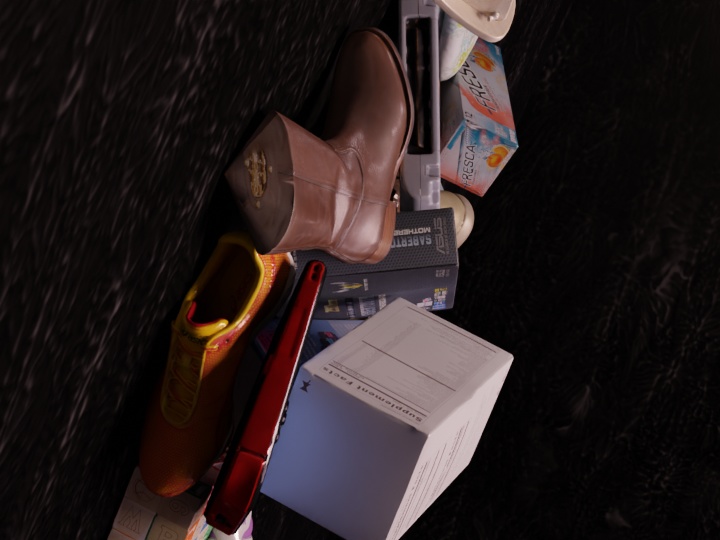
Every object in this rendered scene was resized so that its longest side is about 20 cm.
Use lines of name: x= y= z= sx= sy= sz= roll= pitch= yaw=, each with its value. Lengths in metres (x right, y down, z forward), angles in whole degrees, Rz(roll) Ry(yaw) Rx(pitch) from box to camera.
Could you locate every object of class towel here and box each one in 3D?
towel: x=0.110 y=-0.291 z=1.531 sx=0.200 sy=0.048 sz=0.172 roll=97 pitch=18 yaw=-62

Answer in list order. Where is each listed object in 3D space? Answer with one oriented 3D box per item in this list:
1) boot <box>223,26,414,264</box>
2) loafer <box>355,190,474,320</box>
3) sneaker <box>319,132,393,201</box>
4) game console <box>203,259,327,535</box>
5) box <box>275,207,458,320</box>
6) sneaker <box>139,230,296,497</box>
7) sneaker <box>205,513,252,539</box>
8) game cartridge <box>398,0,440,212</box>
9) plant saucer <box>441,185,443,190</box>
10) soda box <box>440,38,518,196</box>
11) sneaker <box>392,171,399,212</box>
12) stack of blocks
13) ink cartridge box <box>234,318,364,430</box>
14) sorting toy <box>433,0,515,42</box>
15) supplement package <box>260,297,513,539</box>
boot: x=-0.030 y=-0.098 z=1.168 sx=0.200 sy=0.064 sz=0.188 roll=10 pitch=77 yaw=-64
loafer: x=0.020 y=-0.006 z=1.576 sx=0.200 sy=0.076 sz=0.068 roll=-49 pitch=132 yaw=9
sneaker: x=-0.018 y=-0.058 z=1.379 sx=0.077 sy=0.078 sz=0.200 roll=-56 pitch=162 yaw=-23
game console: x=-0.067 y=0.098 z=1.202 sx=0.200 sy=0.031 sz=0.178 roll=122 pitch=-10 yaw=-72
box: x=0.000 y=0.000 z=1.360 sx=0.200 sy=0.156 sz=0.051 roll=85 pitch=1 yaw=-78
sneaker: x=-0.115 y=0.062 z=1.156 sx=0.077 sy=0.073 sz=0.201 roll=13 pitch=98 yaw=-63
sneaker: x=-0.128 y=0.216 z=1.473 sx=0.200 sy=0.072 sz=0.115 roll=-167 pitch=-101 yaw=-72
game cartridge: x=0.049 y=-0.130 z=1.410 sx=0.133 sy=0.041 sz=0.202 roll=99 pitch=-8 yaw=-70
plant saucer: x=0.044 y=-0.025 z=1.687 sx=0.200 sy=0.038 sz=0.203 roll=-20 pitch=115 yaw=-51
soda box: x=0.103 y=-0.160 z=1.615 sx=0.069 sy=0.063 sz=0.201 roll=-55 pitch=-159 yaw=29
sneaker: x=0.024 y=-0.102 z=1.517 sx=0.076 sy=0.070 sz=0.201 roll=121 pitch=-11 yaw=-55
stack of blocks: x=-0.170 y=0.234 z=1.334 sx=0.201 sy=0.058 sz=0.115 roll=-66 pitch=173 yaw=17
ink cartridge box: x=-0.028 y=0.115 z=1.433 sx=0.199 sy=0.076 sz=0.137 roll=1 pitch=125 yaw=-34
sorting toy: x=0.104 y=-0.315 z=1.257 sx=0.201 sy=0.106 sz=0.181 roll=106 pitch=5 yaw=-54
supplement package: x=0.022 y=0.114 z=1.267 sx=0.200 sy=0.113 sz=0.110 roll=-31 pitch=145 yaw=-63
